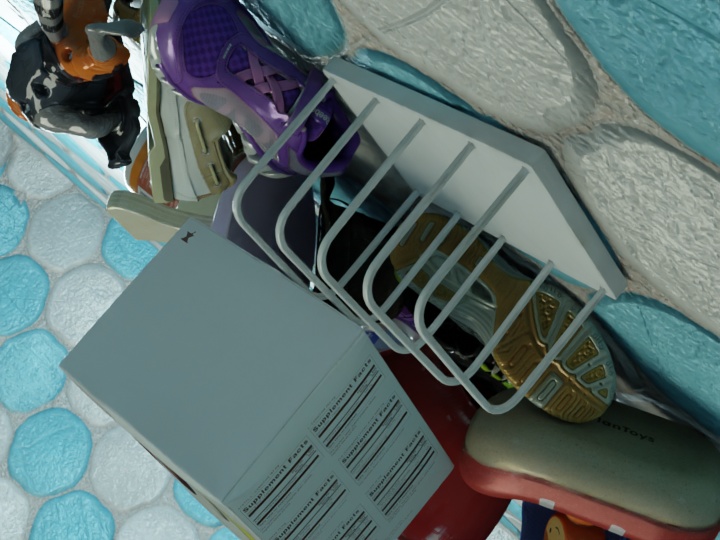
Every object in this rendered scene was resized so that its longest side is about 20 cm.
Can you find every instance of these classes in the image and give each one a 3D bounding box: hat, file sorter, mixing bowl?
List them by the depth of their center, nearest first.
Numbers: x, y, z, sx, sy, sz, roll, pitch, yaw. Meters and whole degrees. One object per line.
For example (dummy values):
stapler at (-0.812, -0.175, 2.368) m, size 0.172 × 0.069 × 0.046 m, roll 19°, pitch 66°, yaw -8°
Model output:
file sorter at (0.037, -0.019, 0.852) m, size 0.199 × 0.125 × 0.139 m, roll 31°, pitch 168°, yaw 45°
mixing bowl at (0.071, 0.134, 1.147) m, size 0.200 × 0.108 × 0.201 m, roll 41°, pitch -158°, yaw -21°
hat at (0.000, 0.000, 1.149) m, size 0.080 × 0.203 × 0.201 m, roll 4°, pitch 169°, yaw 0°

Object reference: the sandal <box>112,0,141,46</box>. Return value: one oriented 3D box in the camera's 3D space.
sandal at (-0.166, -0.197, 1.050) m, size 0.082 × 0.055 × 0.200 m, roll 42°, pitch 166°, yaw -14°

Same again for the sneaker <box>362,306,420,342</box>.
sneaker at (0.029, 0.008, 1.258) m, size 0.199 × 0.081 × 0.084 m, roll 15°, pitch 141°, yaw 49°

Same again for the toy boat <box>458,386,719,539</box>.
toy boat at (0.168, 0.171, 1.018) m, size 0.198 × 0.132 × 0.130 m, roll 19°, pitch -159°, yaw 12°

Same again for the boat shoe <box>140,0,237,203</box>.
boat shoe at (-0.127, -0.131, 1.005) m, size 0.201 × 0.068 × 0.075 m, roll 96°, pitch 167°, yaw -53°

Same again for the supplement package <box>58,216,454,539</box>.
supplement package at (-0.071, 0.106, 0.979) m, size 0.191 × 0.147 × 0.200 m, roll 31°, pitch 164°, yaw 37°

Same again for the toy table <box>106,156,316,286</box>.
toy table at (-0.123, -0.012, 1.166) m, size 0.116 × 0.201 × 0.185 m, roll -5°, pitch 134°, yaw 30°

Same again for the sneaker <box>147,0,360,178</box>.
sneaker at (-0.065, -0.126, 0.942) m, size 0.088 × 0.081 × 0.200 m, roll 24°, pitch 167°, yaw 40°

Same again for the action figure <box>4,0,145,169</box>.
action figure at (-0.218, -0.182, 0.984) m, size 0.194 × 0.104 × 0.202 m, roll -47°, pitch 58°, yaw 49°

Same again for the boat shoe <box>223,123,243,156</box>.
boat shoe at (-0.102, -0.135, 1.122) m, size 0.074 × 0.062 × 0.200 m, roll 68°, pitch 164°, yaw -8°

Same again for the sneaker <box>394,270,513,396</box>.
sneaker at (0.102, 0.067, 1.084) m, size 0.200 × 0.072 × 0.083 m, roll 40°, pitch -160°, yaw 3°

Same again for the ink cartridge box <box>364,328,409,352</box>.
ink cartridge box at (0.069, 0.113, 1.271) m, size 0.198 × 0.042 × 0.120 m, roll -1°, pitch 123°, yaw 32°

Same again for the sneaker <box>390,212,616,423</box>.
sneaker at (0.111, 0.028, 1.006) m, size 0.200 × 0.076 × 0.088 m, roll 44°, pitch -174°, yaw 6°

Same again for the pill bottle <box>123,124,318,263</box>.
pill bottle at (-0.131, -0.070, 1.357) m, size 0.199 × 0.112 × 0.112 m, roll 38°, pitch 171°, yaw 14°

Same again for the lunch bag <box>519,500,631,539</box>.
lunch bag at (0.205, 0.234, 1.122) m, size 0.131 × 0.202 × 0.136 m, roll 2°, pitch 159°, yaw 19°
